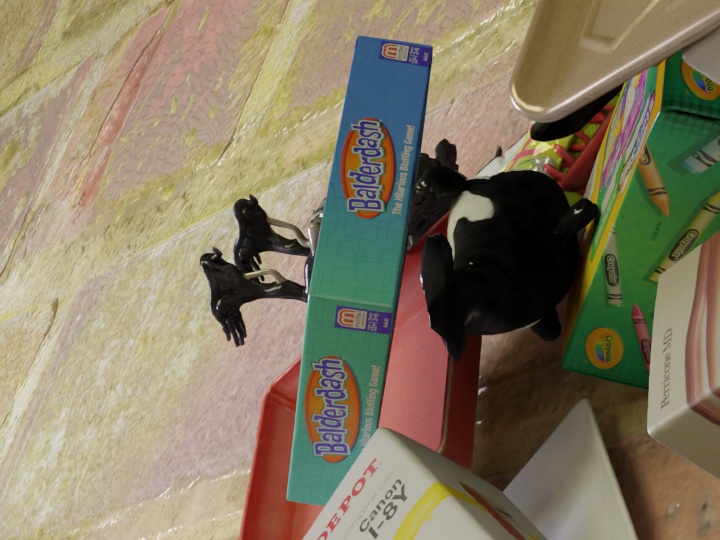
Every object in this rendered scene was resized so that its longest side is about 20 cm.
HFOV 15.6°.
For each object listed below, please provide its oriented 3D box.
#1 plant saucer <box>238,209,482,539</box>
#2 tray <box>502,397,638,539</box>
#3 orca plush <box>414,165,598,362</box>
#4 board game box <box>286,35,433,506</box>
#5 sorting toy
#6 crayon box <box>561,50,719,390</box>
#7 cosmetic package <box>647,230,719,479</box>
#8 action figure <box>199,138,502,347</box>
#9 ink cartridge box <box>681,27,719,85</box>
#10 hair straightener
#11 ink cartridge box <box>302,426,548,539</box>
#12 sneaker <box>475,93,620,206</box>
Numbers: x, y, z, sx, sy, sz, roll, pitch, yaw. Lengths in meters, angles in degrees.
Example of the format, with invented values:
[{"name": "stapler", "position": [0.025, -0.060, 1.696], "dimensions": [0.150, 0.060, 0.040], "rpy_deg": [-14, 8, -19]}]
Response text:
[{"name": "plant saucer", "position": [0.005, 0.088, 1.443], "dimensions": [0.200, 0.037, 0.200], "rpy_deg": [-45, 24, 36]}, {"name": "tray", "position": [0.102, 0.154, 1.283], "dimensions": [0.107, 0.022, 0.200], "rpy_deg": [-53, 22, 20]}, {"name": "orca plush", "position": [0.078, -0.022, 1.290], "dimensions": [0.071, 0.105, 0.200], "rpy_deg": [-37, -10, 20]}, {"name": "board game box", "position": [0.000, 0.000, 1.366], "dimensions": [0.200, 0.045, 0.152], "rpy_deg": [-81, -1, -47]}, {"name": "sorting toy", "position": [0.159, -0.163, 1.155], "dimensions": [0.200, 0.036, 0.185], "rpy_deg": [-23, 40, 52]}, {"name": "crayon box", "position": [0.152, -0.049, 1.281], "dimensions": [0.200, 0.058, 0.119], "rpy_deg": [106, 177, -50]}, {"name": "cosmetic package", "position": [0.219, 0.007, 1.118], "dimensions": [0.200, 0.087, 0.103], "rpy_deg": [-42, 28, 40]}, {"name": "action figure", "position": [0.008, -0.015, 1.623], "dimensions": [0.200, 0.102, 0.119], "rpy_deg": [-15, 34, 26]}, {"name": "ink cartridge box", "position": [0.256, -0.128, 1.129], "dimensions": [0.200, 0.145, 0.083], "rpy_deg": [-37, 30, 45]}, {"name": "hair straightener", "position": [0.144, -0.133, 1.352], "dimensions": [0.077, 0.041, 0.200], "rpy_deg": [57, 135, 26]}, {"name": "ink cartridge box", "position": [0.033, 0.182, 1.229], "dimensions": [0.145, 0.083, 0.200], "rpy_deg": [-56, 27, 5]}, {"name": "sneaker", "position": [0.121, -0.057, 1.455], "dimensions": [0.090, 0.078, 0.200], "rpy_deg": [-94, 28, -55]}]
